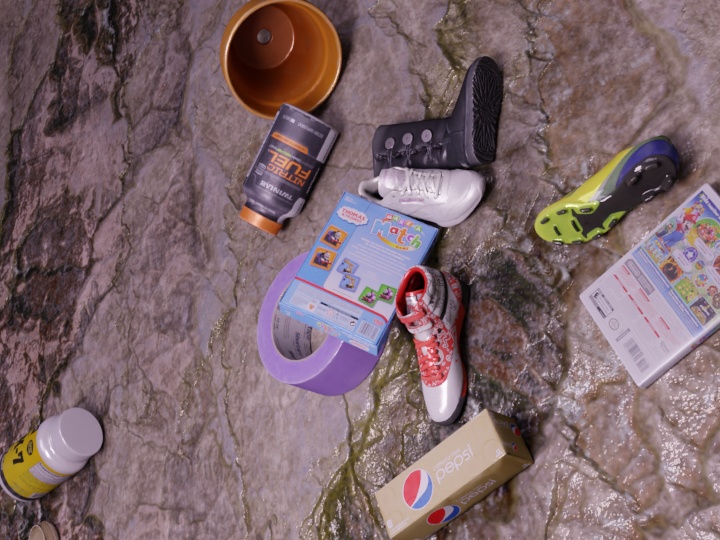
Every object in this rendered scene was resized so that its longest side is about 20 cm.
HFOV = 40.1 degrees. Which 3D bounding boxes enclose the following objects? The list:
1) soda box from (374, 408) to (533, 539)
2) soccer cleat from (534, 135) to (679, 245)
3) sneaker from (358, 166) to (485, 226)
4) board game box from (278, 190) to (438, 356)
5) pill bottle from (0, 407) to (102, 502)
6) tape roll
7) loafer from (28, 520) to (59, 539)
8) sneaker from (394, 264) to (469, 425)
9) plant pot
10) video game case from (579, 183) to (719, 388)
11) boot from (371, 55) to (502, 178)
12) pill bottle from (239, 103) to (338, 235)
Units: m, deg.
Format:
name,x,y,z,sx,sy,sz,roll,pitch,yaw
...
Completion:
name,x,y,z,sx,sy,sz,roll,pitch,yaw
soda box,0.114,0.258,1.226,0.200,0.064,0.068,-42,48,25
soccer cleat,0.302,-0.096,1.208,0.199,0.065,0.084,-32,23,36
sneaker,0.082,-0.107,1.387,0.199,0.099,0.076,-6,66,41
board game box,0.000,0.000,1.366,0.150,0.037,0.201,23,65,14
pill bottle,-0.574,0.340,1.831,0.199,0.114,0.115,-35,51,29
tape roll,-0.056,0.077,1.455,0.199,0.085,0.202,-19,61,39
loafer,-0.602,0.558,1.798,0.076,0.067,0.202,-12,65,41
sneaker,0.087,0.094,1.289,0.067,0.107,0.204,-10,67,41
plant pot,-0.151,-0.379,1.679,0.201,0.199,0.184,-55,30,12
video game case,0.358,0.017,1.121,0.200,0.018,0.144,-45,47,22
boot,0.106,-0.214,1.441,0.199,0.065,0.167,-8,65,47
pill bottle,-0.124,-0.160,1.607,0.106,0.106,0.202,30,96,47
